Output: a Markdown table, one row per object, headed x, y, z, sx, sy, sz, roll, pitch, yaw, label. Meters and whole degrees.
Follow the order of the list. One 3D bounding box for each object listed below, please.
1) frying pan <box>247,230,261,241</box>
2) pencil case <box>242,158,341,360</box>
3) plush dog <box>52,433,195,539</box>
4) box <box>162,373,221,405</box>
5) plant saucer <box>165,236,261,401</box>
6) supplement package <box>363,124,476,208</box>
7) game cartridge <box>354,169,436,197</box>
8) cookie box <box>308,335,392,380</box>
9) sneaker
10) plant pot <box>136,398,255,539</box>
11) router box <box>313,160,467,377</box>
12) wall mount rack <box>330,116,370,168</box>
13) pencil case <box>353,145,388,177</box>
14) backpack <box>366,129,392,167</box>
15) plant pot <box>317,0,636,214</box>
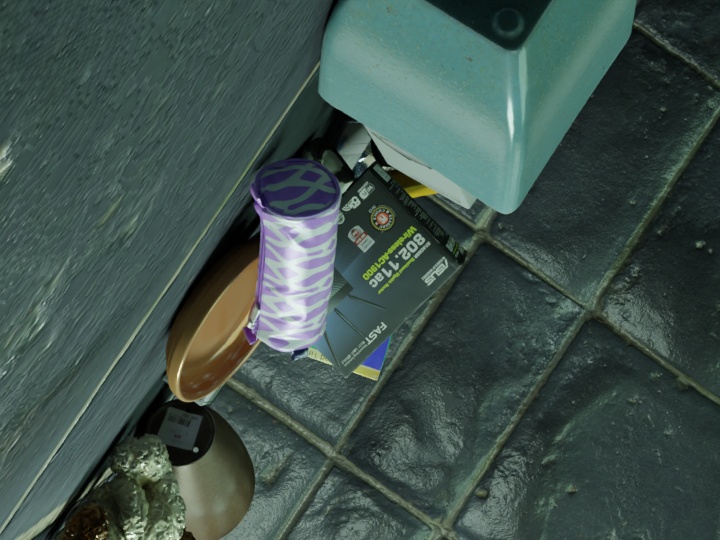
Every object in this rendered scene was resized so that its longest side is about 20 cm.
| x | y | z | sx | sy | sz | roll | pitch | yaw | label |
| --- | --- | --- | --- | --- | --- | --- | --- | --- | --- |
| -0.144 | 0.016 | 1.197 | 0.190 | 0.031 | 0.115 | -44 | 171 | -30 | frying pan |
| -0.067 | -0.010 | 1.028 | 0.201 | 0.085 | 0.084 | 99 | -25 | -44 | pencil case |
| -0.294 | 0.316 | 1.295 | 0.171 | 0.161 | 0.200 | -25 | 160 | -40 | plush dog |
| -0.194 | 0.112 | 1.426 | 0.117 | 0.060 | 0.200 | -56 | -179 | -7 | box |
| -0.136 | 0.044 | 1.129 | 0.201 | 0.037 | 0.201 | -52 | 166 | -19 | plant saucer |
| 0.075 | -0.169 | 1.082 | 0.118 | 0.116 | 0.200 | -56 | 154 | -8 | supplement package |
| 0.089 | -0.118 | 1.384 | 0.199 | 0.033 | 0.176 | -11 | 179 | 37 | game cartridge |
| -0.026 | 0.007 | 1.321 | 0.075 | 0.170 | 0.202 | -55 | 162 | -70 | cookie box |
| -0.068 | -0.067 | 1.155 | 0.089 | 0.077 | 0.200 | -46 | -177 | 27 | sneaker |
| -0.239 | 0.256 | 1.491 | 0.188 | 0.186 | 0.201 | -56 | 166 | -28 | plant pot |
| 0.000 | 0.000 | 1.241 | 0.200 | 0.150 | 0.062 | -45 | -175 | 18 | router box |
| -0.023 | -0.137 | 1.441 | 0.173 | 0.075 | 0.201 | -10 | 143 | -46 | wall mount rack |
| -0.042 | -0.104 | 1.656 | 0.201 | 0.089 | 0.078 | -55 | -151 | 5 | pencil case |
| 0.074 | -0.193 | 1.298 | 0.200 | 0.165 | 0.128 | -11 | 95 | -71 | backpack |
| 0.088 | -0.196 | 0.807 | 0.197 | 0.195 | 0.200 | -55 | 170 | -8 | plant pot |
